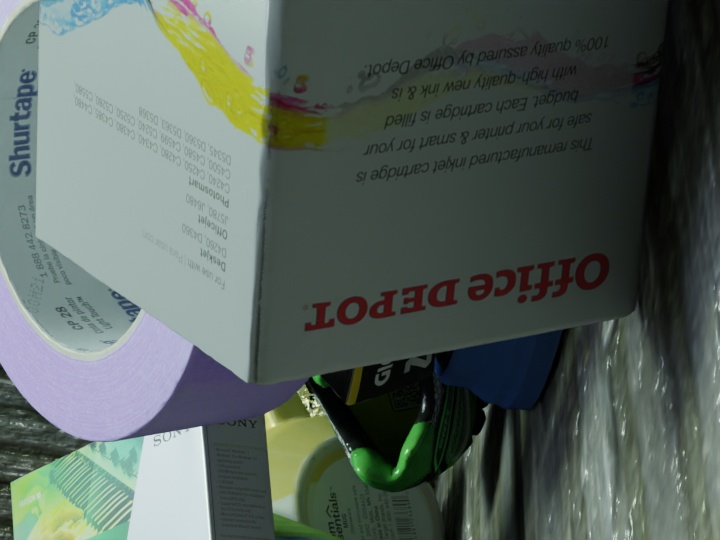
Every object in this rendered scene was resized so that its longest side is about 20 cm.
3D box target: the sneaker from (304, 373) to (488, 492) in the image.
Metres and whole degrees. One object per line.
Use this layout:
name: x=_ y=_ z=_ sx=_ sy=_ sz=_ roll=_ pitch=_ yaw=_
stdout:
sneaker: x=0.000 y=0.000 z=1.153 sx=0.200 sy=0.078 sz=0.085 roll=67 pitch=-161 yaw=-10

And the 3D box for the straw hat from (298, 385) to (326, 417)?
straw hat: x=-0.008 y=0.082 z=1.422 sx=0.085 sy=0.201 sz=0.201 roll=40 pitch=132 yaw=39

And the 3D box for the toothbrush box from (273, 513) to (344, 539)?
toothbrush box: x=-0.046 y=0.183 z=1.136 sx=0.200 sy=0.086 sz=0.146 roll=14 pitch=96 yaw=50

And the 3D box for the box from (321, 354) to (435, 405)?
box: x=-0.030 y=-0.072 z=1.055 sx=0.200 sy=0.049 sz=0.160 roll=48 pitch=140 yaw=34

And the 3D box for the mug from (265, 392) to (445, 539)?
mug: x=-0.050 y=0.129 z=1.295 sx=0.153 sy=0.187 sz=0.149 roll=-34 pitch=15 yaw=48

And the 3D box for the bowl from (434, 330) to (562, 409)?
bowl: x=0.062 y=-0.046 z=1.077 sx=0.201 sy=0.039 sz=0.201 roll=-171 pitch=90 yaw=-86

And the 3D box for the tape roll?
tape roll: x=-0.083 y=-0.039 z=1.017 sx=0.200 sy=0.066 sz=0.201 roll=13 pitch=106 yaw=52

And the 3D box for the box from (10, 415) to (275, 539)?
box: x=-0.086 y=0.163 z=1.091 sx=0.144 sy=0.036 sz=0.200 roll=-27 pitch=61 yaw=45

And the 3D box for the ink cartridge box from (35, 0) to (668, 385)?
ink cartridge box: x=-0.004 y=-0.089 z=0.831 sx=0.146 sy=0.146 sz=0.200 roll=30 pitch=122 yaw=50
